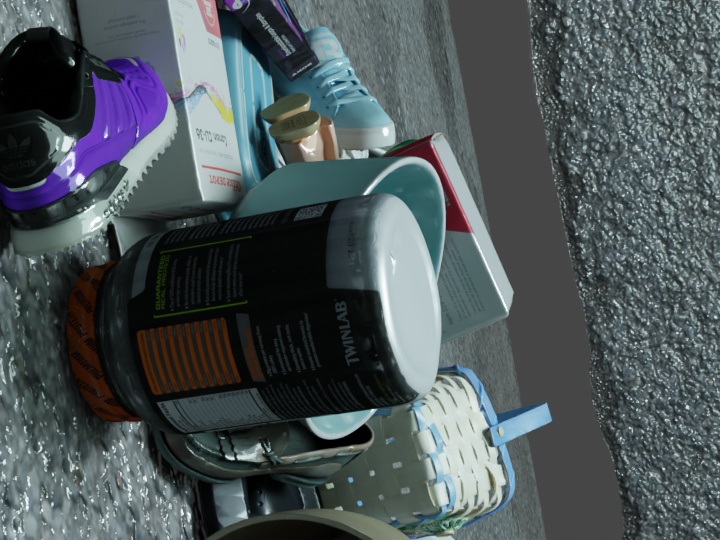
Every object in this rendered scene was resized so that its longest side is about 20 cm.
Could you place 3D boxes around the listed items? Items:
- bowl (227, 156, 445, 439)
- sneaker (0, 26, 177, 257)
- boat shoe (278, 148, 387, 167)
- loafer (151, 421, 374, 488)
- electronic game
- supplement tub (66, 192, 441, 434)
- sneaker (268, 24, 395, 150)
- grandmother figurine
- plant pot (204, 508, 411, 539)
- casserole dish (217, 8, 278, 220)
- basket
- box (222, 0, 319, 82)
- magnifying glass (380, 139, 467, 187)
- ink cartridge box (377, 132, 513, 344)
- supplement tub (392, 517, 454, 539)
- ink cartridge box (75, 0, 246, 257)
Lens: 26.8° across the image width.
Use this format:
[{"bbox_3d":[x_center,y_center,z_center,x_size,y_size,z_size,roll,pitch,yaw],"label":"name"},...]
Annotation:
[{"bbox_3d":[-0.032,0.005,1.045,0.201,0.105,0.202,-48,148,-44],"label":"bowl"},{"bbox_3d":[-0.160,-0.097,0.853,0.200,0.069,0.100,-80,156,-60],"label":"sneaker"},{"bbox_3d":[-0.024,-0.105,1.396,0.200,0.065,0.074,12,51,-55],"label":"boat shoe"},{"bbox_3d":[-0.064,0.108,1.049,0.200,0.063,0.072,19,50,-57],"label":"loafer"},{"bbox_3d":[-0.071,0.187,1.125,0.200,0.041,0.201,-17,90,-75],"label":"electronic game"},{"bbox_3d":[-0.062,0.029,0.881,0.122,0.199,0.123,-9,90,-72],"label":"supplement tub"},{"bbox_3d":[-0.035,-0.169,1.335,0.200,0.074,0.082,37,-45,47],"label":"sneaker"},{"bbox_3d":[-0.030,-0.042,1.267,0.121,0.060,0.201,-100,174,-58],"label":"grandmother figurine"},{"bbox_3d":[-0.015,0.233,0.975,0.200,0.186,0.188,-5,86,-76],"label":"plant pot"},{"bbox_3d":[-0.100,-0.128,1.252,0.121,0.039,0.201,51,33,-67],"label":"casserole dish"},{"bbox_3d":[0.049,0.155,1.279,0.200,0.176,0.140,-20,90,-57],"label":"basket"},{"bbox_3d":[-0.101,-0.252,1.241,0.143,0.036,0.200,62,5,17],"label":"box"},{"bbox_3d":[0.012,-0.070,1.264,0.022,0.199,0.080,-33,114,-34],"label":"magnifying glass"},{"bbox_3d":[0.000,0.000,1.166,0.148,0.199,0.086,66,14,-7],"label":"ink cartridge box"},{"bbox_3d":[0.027,0.318,1.275,0.200,0.131,0.133,-77,155,-60],"label":"supplement tub"},{"bbox_3d":[-0.128,-0.096,1.011,0.116,0.067,0.201,-4,85,-79],"label":"ink cartridge box"}]
